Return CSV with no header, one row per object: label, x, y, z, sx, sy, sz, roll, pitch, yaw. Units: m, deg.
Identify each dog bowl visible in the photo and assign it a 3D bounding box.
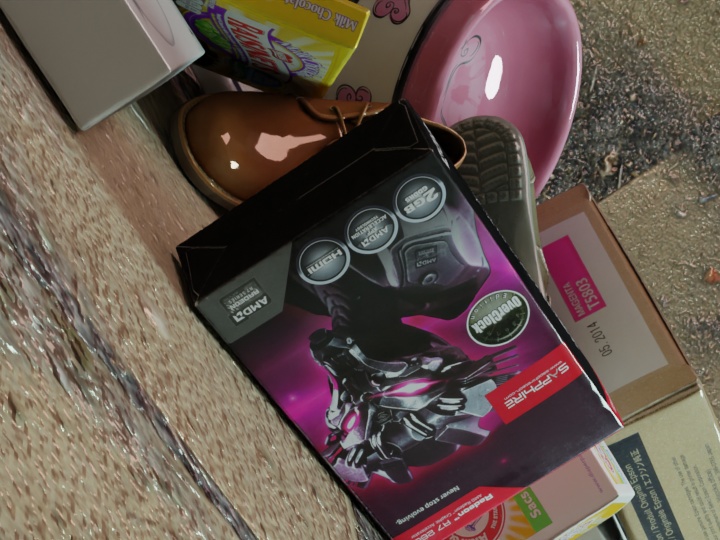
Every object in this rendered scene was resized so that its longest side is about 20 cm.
dog bowl,0.060,-0.104,1.338,0.074,0.201,0.200,22,-15,34

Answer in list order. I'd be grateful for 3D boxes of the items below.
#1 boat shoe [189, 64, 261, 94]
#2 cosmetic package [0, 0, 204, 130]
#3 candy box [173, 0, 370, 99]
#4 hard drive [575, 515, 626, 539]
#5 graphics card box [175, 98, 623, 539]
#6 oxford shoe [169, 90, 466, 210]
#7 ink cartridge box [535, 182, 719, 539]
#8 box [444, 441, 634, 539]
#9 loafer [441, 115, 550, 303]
boat shoe,-0.038,-0.088,1.337,0.071,0.070,0.200,62,7,34
cosmetic package,-0.148,-0.164,0.981,0.201,0.052,0.151,57,4,-7
candy box,-0.056,-0.125,1.143,0.102,0.027,0.200,19,-6,-5
hard drive,0.158,0.178,1.358,0.132,0.025,0.200,60,10,8
graphics card box,0.022,0.032,1.001,0.200,0.125,0.051,54,8,-36
oxford shoe,-0.019,-0.070,1.169,0.199,0.071,0.072,1,69,-51
ink cartridge box,0.157,0.073,1.315,0.165,0.075,0.200,61,4,-39
box,0.047,0.060,1.154,0.201,0.101,0.112,59,7,9
loafer,0.079,0.016,1.253,0.070,0.075,0.202,34,56,-67
